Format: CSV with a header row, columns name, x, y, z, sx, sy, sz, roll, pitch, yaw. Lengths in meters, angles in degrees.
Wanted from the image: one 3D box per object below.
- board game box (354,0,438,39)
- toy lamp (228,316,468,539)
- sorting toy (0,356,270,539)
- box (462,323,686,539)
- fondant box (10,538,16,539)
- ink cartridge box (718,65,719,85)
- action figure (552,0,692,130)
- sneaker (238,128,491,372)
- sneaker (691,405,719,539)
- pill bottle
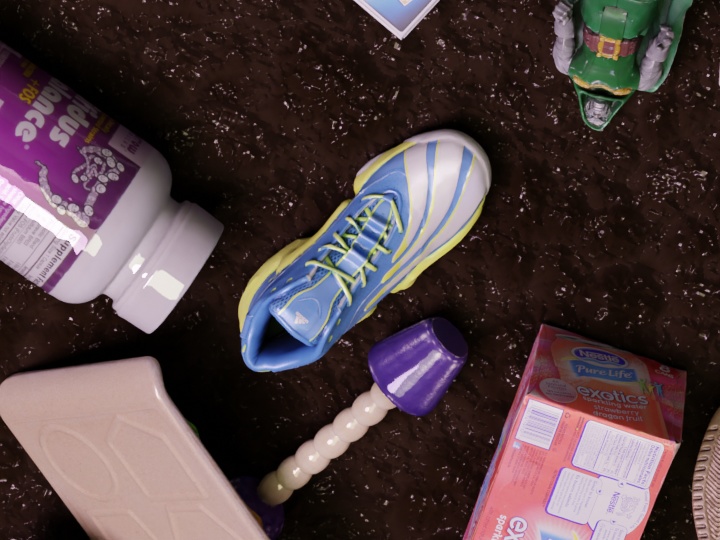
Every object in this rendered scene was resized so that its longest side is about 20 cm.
name,x,y,z,sx,sy,sz,roll,pitch,yaw
board game box,0.041,-0.244,1.573,0.126,0.035,0.200,40,118,-10
toy lamp,-0.010,0.100,1.750,0.058,0.058,0.200,43,116,-12
sorting toy,-0.133,0.144,1.774,0.185,0.036,0.200,-9,117,50
box,0.127,0.150,1.726,0.102,0.095,0.201,18,119,2
fondant box,-0.163,0.267,1.832,0.199,0.058,0.144,26,150,-2
ink cartridge box,0.285,-0.185,1.483,0.144,0.084,0.201,13,119,4
action figure,0.147,-0.152,1.562,0.118,0.055,0.200,14,144,9
sneaker,0.000,0.000,1.668,0.076,0.105,0.200,42,118,-11
sneaker,0.253,0.176,1.738,0.070,0.108,0.201,-2,87,15
pill bottle,-0.187,-0.051,1.675,0.200,0.112,0.112,35,118,-8
